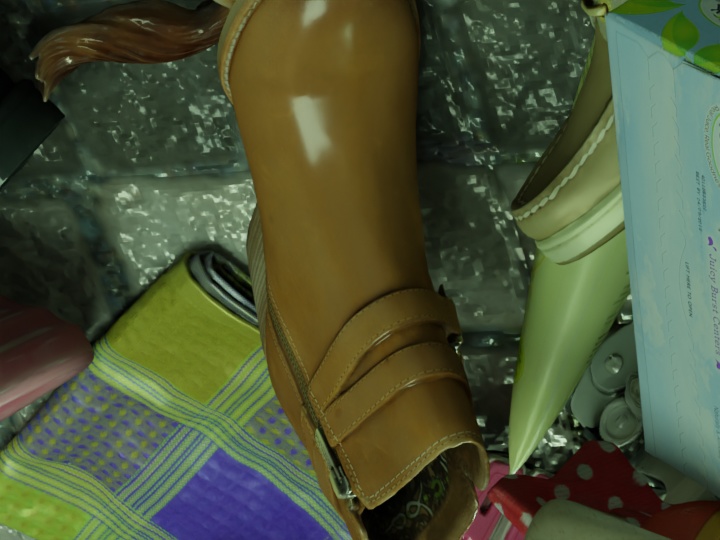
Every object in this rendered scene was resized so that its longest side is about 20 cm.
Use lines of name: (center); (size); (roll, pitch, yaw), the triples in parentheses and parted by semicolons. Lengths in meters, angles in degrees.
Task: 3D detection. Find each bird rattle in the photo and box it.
bird rattle: (0.118, 0.100, 0.867); (0.200, 0.113, 0.163); (29, 180, 31)

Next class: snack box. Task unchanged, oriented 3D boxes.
snack box: (0.170, -0.042, 0.826); (0.068, 0.200, 0.169); (33, 146, 41)

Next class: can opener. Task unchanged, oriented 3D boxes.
can opener: (0.147, 0.092, 0.979); (0.053, 0.200, 0.066); (-47, 142, 11)

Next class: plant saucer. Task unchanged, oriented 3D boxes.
plant saucer: (-0.200, 0.062, 1.056); (0.200, 0.200, 0.051); (-31, 88, 36)

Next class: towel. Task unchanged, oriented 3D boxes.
towel: (-0.062, 0.082, 1.128); (0.143, 0.023, 0.200); (36, 131, -14)

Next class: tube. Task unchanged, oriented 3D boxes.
tube: (0.084, -0.018, 0.963); (0.052, 0.058, 0.201); (48, 138, 32)

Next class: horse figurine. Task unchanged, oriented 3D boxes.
horse figurine: (-0.046, -0.140, 0.908); (0.132, 0.050, 0.201); (15, 126, -17)

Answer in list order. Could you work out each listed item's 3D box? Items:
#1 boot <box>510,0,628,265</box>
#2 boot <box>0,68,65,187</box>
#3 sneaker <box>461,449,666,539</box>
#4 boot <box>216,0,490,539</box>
boot: (0.065, -0.118, 0.833); (0.154, 0.072, 0.201); (32, 96, -11)
boot: (-0.213, -0.067, 1.020); (0.168, 0.076, 0.200); (44, 144, -5)
sneaker: (0.085, 0.112, 1.071); (0.199, 0.074, 0.087); (18, 176, -24)
boot: (0.000, 0.000, 0.936); (0.076, 0.156, 0.201); (-6, 140, -18)
